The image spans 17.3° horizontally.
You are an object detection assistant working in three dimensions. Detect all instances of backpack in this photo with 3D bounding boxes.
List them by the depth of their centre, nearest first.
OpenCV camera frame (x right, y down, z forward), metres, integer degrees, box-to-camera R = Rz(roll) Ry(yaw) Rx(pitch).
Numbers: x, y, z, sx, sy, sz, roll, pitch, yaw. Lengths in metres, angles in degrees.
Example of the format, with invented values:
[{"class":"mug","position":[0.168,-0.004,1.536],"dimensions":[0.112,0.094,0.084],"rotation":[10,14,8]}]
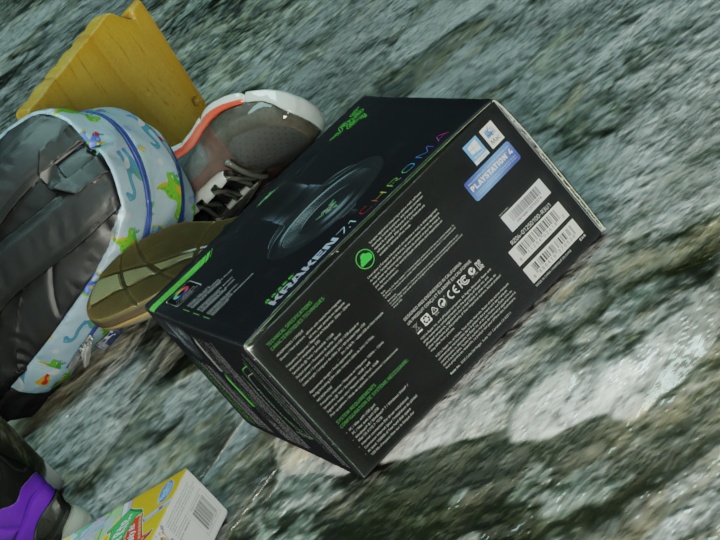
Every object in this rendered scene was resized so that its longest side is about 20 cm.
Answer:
[{"class":"backpack","position":[-0.205,-0.023,1.584],"dimensions":[0.153,0.163,0.200],"rotation":[-13,-34,-42]}]

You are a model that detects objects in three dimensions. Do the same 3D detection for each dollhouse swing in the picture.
[{"class":"dollhouse swing","position":[-0.235,-0.071,1.792],"dimensions":[0.175,0.182,0.200],"rotation":[-9,35,37]}]

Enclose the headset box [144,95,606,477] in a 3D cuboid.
[{"class":"headset box","position":[0.000,0.000,1.205],"dimensions":[0.174,0.093,0.200],"rotation":[-44,17,-10]}]

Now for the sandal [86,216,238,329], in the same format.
[{"class":"sandal","position":[-0.082,0.002,1.462],"dimensions":[0.199,0.054,0.080],"rotation":[-19,30,19]}]

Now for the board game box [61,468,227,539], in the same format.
[{"class":"board game box","position":[-0.150,0.195,1.157],"dimensions":[0.134,0.034,0.200],"rotation":[-31,20,32]}]

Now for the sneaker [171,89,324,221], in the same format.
[{"class":"sneaker","position":[-0.100,-0.054,1.633],"dimensions":[0.200,0.077,0.082],"rotation":[-29,48,38]}]

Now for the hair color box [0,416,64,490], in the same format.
[{"class":"hair color box","position":[-0.258,0.161,1.363],"dimensions":[0.061,0.099,0.200],"rotation":[-30,21,34]}]

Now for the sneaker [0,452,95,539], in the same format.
[{"class":"sneaker","position":[-0.230,0.173,1.270],"dimensions":[0.069,0.100,0.200],"rotation":[-29,20,40]}]
